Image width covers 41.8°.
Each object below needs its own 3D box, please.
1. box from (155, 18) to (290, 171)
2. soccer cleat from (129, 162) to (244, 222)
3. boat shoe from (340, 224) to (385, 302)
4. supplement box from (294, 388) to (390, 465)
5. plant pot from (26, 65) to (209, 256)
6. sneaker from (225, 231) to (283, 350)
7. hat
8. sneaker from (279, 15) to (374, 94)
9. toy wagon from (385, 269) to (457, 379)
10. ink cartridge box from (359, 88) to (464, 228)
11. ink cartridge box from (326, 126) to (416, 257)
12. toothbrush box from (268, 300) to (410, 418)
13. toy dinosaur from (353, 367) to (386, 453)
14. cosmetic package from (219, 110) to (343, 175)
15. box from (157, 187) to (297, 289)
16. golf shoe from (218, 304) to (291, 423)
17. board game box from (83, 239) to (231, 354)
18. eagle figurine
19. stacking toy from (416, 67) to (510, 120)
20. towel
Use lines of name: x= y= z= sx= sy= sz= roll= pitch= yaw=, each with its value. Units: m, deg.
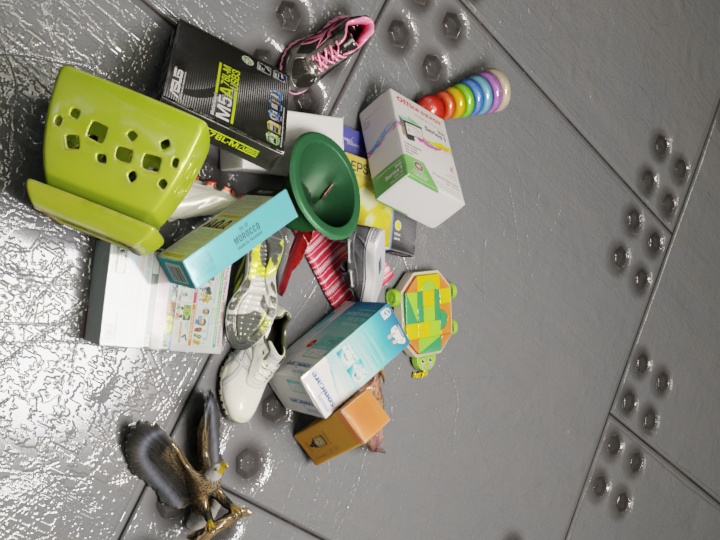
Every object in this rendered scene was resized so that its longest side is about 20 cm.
box: x=-0.199 y=-0.259 z=1.386 sx=0.192 sy=0.048 sz=0.201 roll=26 pitch=41 yaw=-24
soccer cleat: x=-0.260 y=-0.105 z=1.426 sx=0.199 sy=0.069 sz=0.078 roll=16 pitch=95 yaw=-36
boat shoe: x=0.000 y=0.000 z=1.588 sx=0.201 sy=0.067 sz=0.072 roll=91 pitch=20 yaw=-50
supplement box: x=-0.033 y=0.256 z=1.528 sx=0.069 sy=0.200 sz=0.067 roll=-36 pitch=89 yaw=-36
plant pot: x=-0.325 y=-0.132 z=1.255 sx=0.198 sy=0.199 sz=0.183 roll=22 pitch=84 yaw=-6
sneaker: x=-0.165 y=0.030 z=1.480 sx=0.074 sy=0.085 sz=0.202 roll=18 pitch=74 yaw=-12
hat: x=-0.114 y=-0.099 z=1.507 sx=0.165 sy=0.175 sz=0.202 roll=28 pitch=53 yaw=-42
sneaker: x=-0.051 y=-0.365 z=1.562 sx=0.200 sy=0.095 sz=0.079 roll=-47 pitch=120 yaw=-26
toy wagon: x=0.118 y=0.101 z=1.749 sx=0.154 sy=0.039 sz=0.203 roll=-6 pitch=95 yaw=-38
ink cartridge box: x=0.087 y=-0.194 z=1.626 sx=0.144 sy=0.084 sz=0.202 roll=23 pitch=44 yaw=-38
ink cartridge box: x=0.027 y=-0.138 z=1.643 sx=0.196 sy=0.047 sz=0.203 roll=12 pitch=81 yaw=-45
toothbrush box: x=-0.041 y=0.141 z=1.542 sx=0.200 sy=0.146 sz=0.086 roll=-40 pitch=109 yaw=-24
toy dinosaur: x=0.010 y=0.250 z=1.606 sx=0.085 sy=0.135 sz=0.202 roll=-32 pitch=111 yaw=-33
cosmetic package: x=-0.125 y=-0.205 z=1.523 sx=0.198 sy=0.074 sz=0.103 roll=2 pitch=91 yaw=-41
box: x=-0.193 y=-0.051 z=1.382 sx=0.199 sy=0.082 sz=0.050 roll=-38 pitch=118 yaw=-29
golf shoe: x=-0.163 y=0.145 z=1.489 sx=0.078 sy=0.097 sz=0.202 roll=16 pitch=82 yaw=-39
board game box: x=-0.297 y=0.042 z=1.398 sx=0.198 sy=0.064 sz=0.149 roll=9 pitch=87 yaw=-37
eagle figurine: x=-0.247 y=0.301 z=1.428 sx=0.201 sy=0.150 sz=0.152 roll=58 pitch=10 yaw=9
stacking toy: x=0.185 y=-0.321 z=1.768 sx=0.199 sy=0.085 sz=0.086 roll=-20 pitch=104 yaw=-32
towel: x=-0.026 y=-0.031 z=1.640 sx=0.144 sy=0.022 sz=0.201 roll=-40 pitch=115 yaw=-30
